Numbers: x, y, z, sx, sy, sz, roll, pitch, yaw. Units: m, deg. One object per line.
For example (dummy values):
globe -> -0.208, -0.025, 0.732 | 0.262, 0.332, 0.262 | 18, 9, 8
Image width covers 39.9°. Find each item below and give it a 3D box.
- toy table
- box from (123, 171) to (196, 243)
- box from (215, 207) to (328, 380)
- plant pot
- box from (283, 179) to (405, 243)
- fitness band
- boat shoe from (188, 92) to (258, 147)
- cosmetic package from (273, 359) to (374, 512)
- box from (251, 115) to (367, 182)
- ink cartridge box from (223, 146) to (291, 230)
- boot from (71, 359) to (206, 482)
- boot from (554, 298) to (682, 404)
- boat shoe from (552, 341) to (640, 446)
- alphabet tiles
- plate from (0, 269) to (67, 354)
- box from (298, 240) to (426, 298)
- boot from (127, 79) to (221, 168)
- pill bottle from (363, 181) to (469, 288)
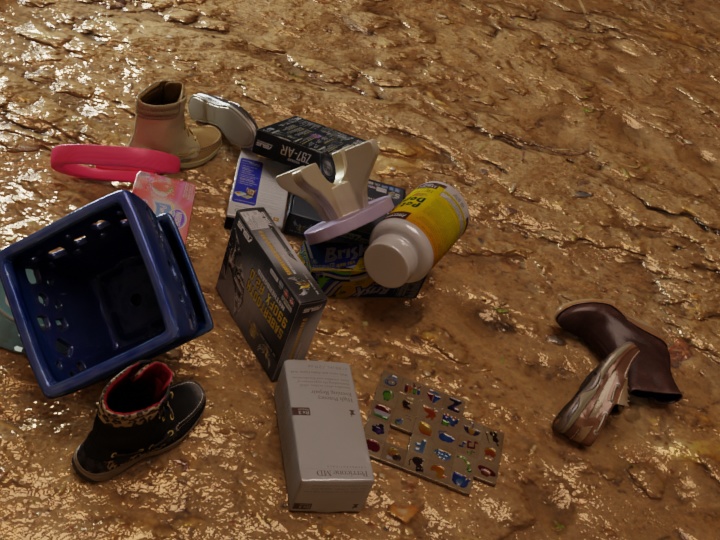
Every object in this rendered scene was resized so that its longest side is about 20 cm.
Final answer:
toy table -> -0.035, -0.123, 1.555 | 0.117, 0.184, 0.200 | 68, 19, -8
box -> -0.308, -0.046, 1.477 | 0.094, 0.103, 0.200 | 12, 37, -11
box -> -0.133, 0.032, 1.427 | 0.048, 0.159, 0.200 | -10, 49, -34
plant pot -> -0.312, 0.032, 1.270 | 0.200, 0.200, 0.180 | 67, 11, 6
box -> -0.024, -0.104, 1.710 | 0.200, 0.051, 0.158 | 15, 41, -6
fitness band -> -0.384, -0.167, 1.559 | 0.199, 0.038, 0.144 | 3, -4, 3
boat shoe -> -0.232, -0.276, 1.779 | 0.057, 0.067, 0.200 | -17, 37, -40
cosmetic package -> -0.052, 0.218, 1.320 | 0.101, 0.074, 0.200 | 4, 41, -19
box -> -0.082, -0.219, 1.760 | 0.160, 0.044, 0.200 | 21, 20, 9
ink cartridge box -> -0.172, -0.136, 1.695 | 0.094, 0.037, 0.200 | 13, 43, -8
boot -> -0.257, 0.167, 1.222 | 0.200, 0.151, 0.073 | -27, 67, -40
boot -> 0.422, 0.132, 1.620 | 0.200, 0.072, 0.167 | 13, 38, -14
boat shoe -> 0.375, 0.192, 1.522 | 0.072, 0.076, 0.200 | 41, 64, 9
alphabet tiles -> 0.107, 0.235, 1.421 | 0.200, 0.008, 0.167 | 22, 39, 0
plate -> -0.446, 0.038, 1.389 | 0.200, 0.026, 0.200 | 13, 41, -11
box -> 0.000, 0.000, 1.594 | 0.200, 0.064, 0.070 | 2, 44, -22
boot -> -0.304, -0.250, 1.671 | 0.200, 0.156, 0.073 | -22, 55, -40
pill bottle -> 0.086, -0.054, 1.555 | 0.109, 0.109, 0.200 | 31, 41, 12
